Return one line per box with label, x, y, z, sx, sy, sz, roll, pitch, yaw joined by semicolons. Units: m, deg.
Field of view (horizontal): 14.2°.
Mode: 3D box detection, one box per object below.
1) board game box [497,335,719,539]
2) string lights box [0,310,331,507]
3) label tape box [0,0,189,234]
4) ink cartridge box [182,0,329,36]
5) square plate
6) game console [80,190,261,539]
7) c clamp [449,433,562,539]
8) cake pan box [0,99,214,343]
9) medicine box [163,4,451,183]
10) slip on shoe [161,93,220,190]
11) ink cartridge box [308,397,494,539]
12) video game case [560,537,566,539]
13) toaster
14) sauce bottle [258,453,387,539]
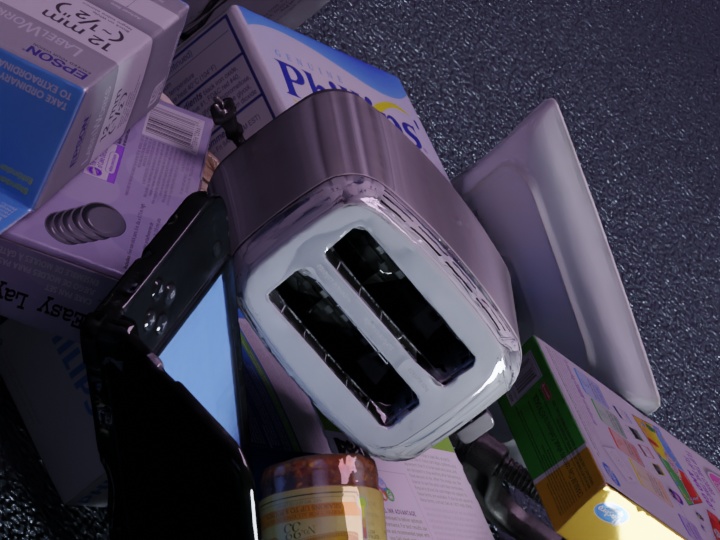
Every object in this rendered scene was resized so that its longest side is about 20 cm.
board game box;0.172;0.138;1.645;0.200;0.040;0.153;36;17;-28
string lights box;-0.096;0.069;1.506;0.200;0.059;0.103;12;44;-58
label tape box;-0.188;-0.105;1.415;0.143;0.066;0.200;26;27;8
ink cartridge box;-0.123;-0.234;1.875;0.200;0.084;0.145;18;41;-53
square plate;0.099;0.020;1.789;0.028;0.200;0.199;-13;77;-28
game console;-0.057;0.096;1.332;0.176;0.116;0.201;-54;150;-45
c clamp;0.121;0.152;1.718;0.200;0.027;0.171;36;-20;4
cake pan box;-0.173;-0.049;1.450;0.183;0.052;0.200;21;29;-9
medicine box;-0.024;-0.036;1.748;0.182;0.103;0.201;19;40;-54
slip on shoe;-0.094;-0.028;1.629;0.200;0.076;0.061;55;17;17
ink cartridge box;0.012;0.160;1.537;0.148;0.076;0.201;15;48;-57
video game case;0.167;0.251;1.677;0.201;0.023;0.182;59;-12;15
toaster;0.000;0.000;1.454;0.200;0.113;0.129;51;10;-23
sauce bottle;-0.011;0.192;1.417;0.066;0.066;0.201;17;60;-55
